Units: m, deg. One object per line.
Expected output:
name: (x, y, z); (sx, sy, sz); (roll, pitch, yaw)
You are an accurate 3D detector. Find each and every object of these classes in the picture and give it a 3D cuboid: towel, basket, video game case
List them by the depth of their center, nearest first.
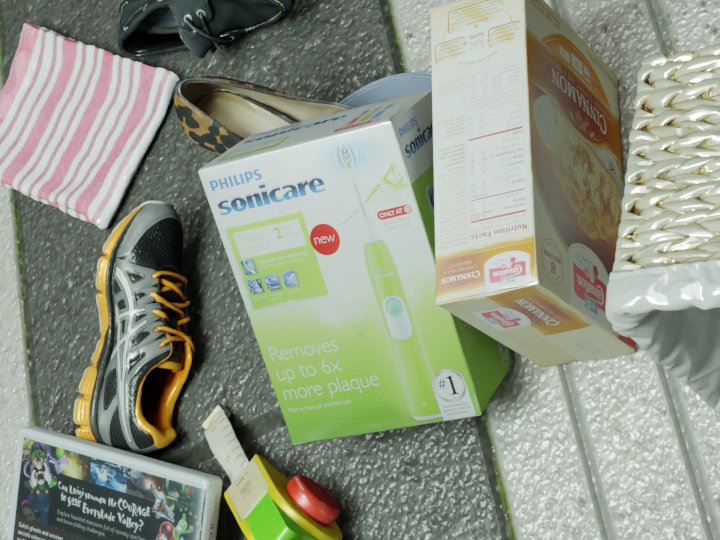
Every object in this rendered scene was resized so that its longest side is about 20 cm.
basket: (0.261, -0.024, 0.843); (0.196, 0.200, 0.163); (-6, 67, 31)
video game case: (-0.191, 0.225, 1.129); (0.198, 0.023, 0.185); (9, 94, 36)
towel: (-0.257, -0.130, 1.328); (0.198, 0.030, 0.148); (22, 86, 37)

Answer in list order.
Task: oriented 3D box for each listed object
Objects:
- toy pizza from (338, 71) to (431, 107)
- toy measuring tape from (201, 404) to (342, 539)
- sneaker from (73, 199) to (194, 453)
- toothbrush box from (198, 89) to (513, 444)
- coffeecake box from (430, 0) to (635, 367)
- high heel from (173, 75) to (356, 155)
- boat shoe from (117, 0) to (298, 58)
toy pizza: (0.026, -0.048, 1.110); (0.198, 0.032, 0.203); (-12, 67, 28)
toy measuring tape: (-0.060, 0.164, 1.082); (0.074, 0.073, 0.200); (-51, 31, 6)
sneaker: (-0.161, 0.047, 1.174); (0.076, 0.078, 0.203); (6, 87, 35)
toothbrush box: (0.000, 0.000, 1.007); (0.144, 0.086, 0.203); (-11, 105, 25)
coffeecake box: (0.112, -0.057, 0.980); (0.072, 0.153, 0.203); (-12, 67, 29)
high heel: (-0.030, -0.095, 1.054); (0.198, 0.142, 0.072); (4, 74, 33)
boat shoe: (-0.132, -0.205, 1.241); (0.197, 0.074, 0.067); (6, 68, 38)
